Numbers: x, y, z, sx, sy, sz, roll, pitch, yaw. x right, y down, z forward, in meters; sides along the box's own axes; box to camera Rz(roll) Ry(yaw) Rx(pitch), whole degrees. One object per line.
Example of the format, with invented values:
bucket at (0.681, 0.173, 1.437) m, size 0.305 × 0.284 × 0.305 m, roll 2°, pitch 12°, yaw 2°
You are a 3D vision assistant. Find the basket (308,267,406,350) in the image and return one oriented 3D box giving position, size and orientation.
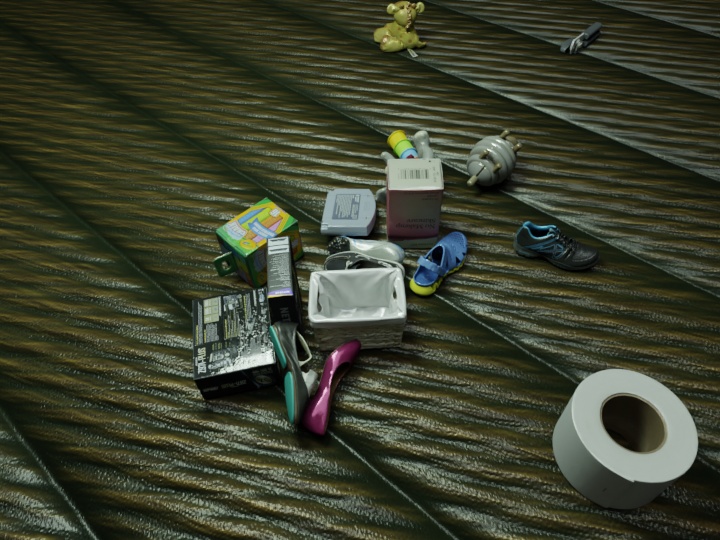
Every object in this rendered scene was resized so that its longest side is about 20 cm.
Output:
basket at (-0.006, 0.086, 1.155) m, size 0.199 × 0.124 × 0.136 m, roll -2°, pitch 50°, yaw 0°

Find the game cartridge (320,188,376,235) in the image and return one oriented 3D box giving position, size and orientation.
game cartridge at (-0.026, -0.150, 1.381) m, size 0.132 × 0.042 × 0.200 m, roll 4°, pitch 36°, yaw 1°

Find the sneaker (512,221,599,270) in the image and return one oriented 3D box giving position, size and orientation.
sneaker at (0.467, -0.059, 1.281) m, size 0.199 × 0.082 × 0.073 m, roll 13°, pitch 50°, yaw 11°

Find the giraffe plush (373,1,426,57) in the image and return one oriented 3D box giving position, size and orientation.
giraffe plush at (0.146, -0.879, 1.923) m, size 0.172 × 0.163 × 0.200 m, roll -31°, pitch 55°, yaw -22°

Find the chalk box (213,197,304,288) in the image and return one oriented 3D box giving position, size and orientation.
chalk box at (-0.252, -0.053, 1.281) m, size 0.124 × 0.125 × 0.200 m, roll 36°, pitch 61°, yaw 28°

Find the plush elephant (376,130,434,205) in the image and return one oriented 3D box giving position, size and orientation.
plush elephant at (0.112, -0.249, 1.397) m, size 0.154 × 0.165 × 0.201 m, roll 2°, pitch 59°, yaw -48°

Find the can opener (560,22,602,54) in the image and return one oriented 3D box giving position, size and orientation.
can opener at (0.792, -0.832, 1.928) m, size 0.200 × 0.053 × 0.066 m, roll -37°, pitch 57°, yaw -25°

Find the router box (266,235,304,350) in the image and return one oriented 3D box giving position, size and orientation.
router box at (-0.157, 0.053, 1.138) m, size 0.052 × 0.200 × 0.158 m, roll -7°, pitch 49°, yaw -3°

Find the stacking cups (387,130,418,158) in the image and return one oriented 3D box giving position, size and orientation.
stacking cups at (0.141, -0.314, 1.520) m, size 0.060 × 0.061 × 0.200 m, roll -17°, pitch 52°, yaw -12°

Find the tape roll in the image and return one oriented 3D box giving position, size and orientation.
tape roll at (0.456, 0.295, 0.950) m, size 0.202 × 0.139 × 0.203 m, roll -1°, pitch 51°, yaw 2°

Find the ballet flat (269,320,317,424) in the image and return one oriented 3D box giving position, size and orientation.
ballet flat at (-0.121, 0.189, 1.037) m, size 0.068 × 0.068 × 0.201 m, roll -9°, pitch 74°, yaw -21°

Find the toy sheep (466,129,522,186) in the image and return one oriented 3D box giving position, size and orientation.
toy sheep at (0.352, -0.294, 1.451) m, size 0.200 × 0.138 × 0.138 m, roll -39°, pitch 59°, yaw -19°

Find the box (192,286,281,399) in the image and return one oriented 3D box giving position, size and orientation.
box at (-0.261, 0.149, 1.137) m, size 0.163 × 0.086 × 0.201 m, roll -11°, pitch 50°, yaw -7°

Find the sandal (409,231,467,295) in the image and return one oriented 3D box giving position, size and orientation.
sandal at (0.191, -0.030, 1.267) m, size 0.079 × 0.087 × 0.200 m, roll 26°, pitch 54°, yaw 24°

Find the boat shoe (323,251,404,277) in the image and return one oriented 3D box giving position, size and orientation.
boat shoe at (0.000, 0.000, 1.241) m, size 0.199 × 0.074 × 0.060 m, roll 12°, pitch 9°, yaw 20°

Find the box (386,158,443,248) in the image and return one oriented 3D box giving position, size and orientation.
box at (0.126, -0.158, 1.300) m, size 0.127 × 0.200 × 0.109 m, roll -1°, pitch 50°, yaw 2°

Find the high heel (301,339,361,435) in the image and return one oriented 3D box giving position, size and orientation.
high heel at (-0.044, 0.231, 1.075) m, size 0.096 × 0.068 × 0.200 m, roll 32°, pitch 71°, yaw 30°

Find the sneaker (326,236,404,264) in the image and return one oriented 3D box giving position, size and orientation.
sneaker at (0.012, -0.042, 1.307) m, size 0.199 × 0.072 × 0.072 m, roll 12°, pitch 9°, yaw 23°
